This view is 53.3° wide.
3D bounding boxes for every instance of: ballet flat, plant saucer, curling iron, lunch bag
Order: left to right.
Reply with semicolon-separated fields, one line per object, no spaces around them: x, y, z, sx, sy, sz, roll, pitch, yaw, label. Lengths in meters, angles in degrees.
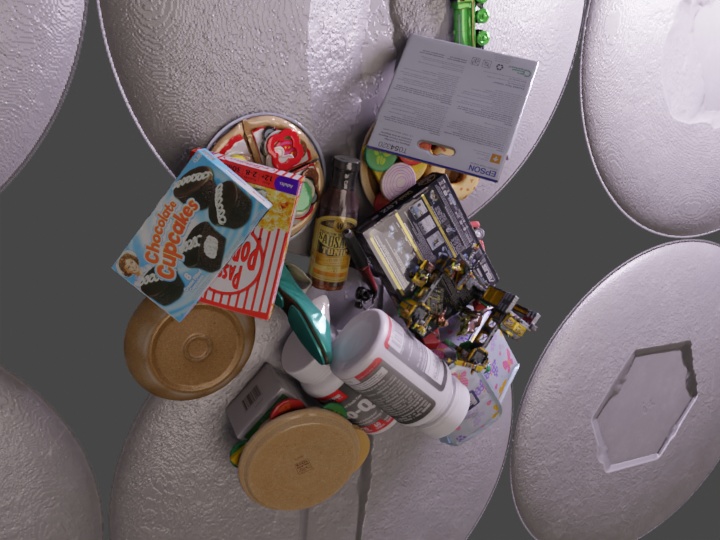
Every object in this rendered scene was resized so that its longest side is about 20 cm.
-0.244;0.109;1.058;0.199;0.035;0.202;-10;113;-26;plant saucer
-0.087;0.044;1.045;0.070;0.200;0.068;-33;162;-26;ballet flat
0.000;0.000;1.105;0.050;0.025;0.201;-62;157;-28;curling iron
0.173;0.178;1.227;0.200;0.126;0.170;-52;127;-32;lunch bag

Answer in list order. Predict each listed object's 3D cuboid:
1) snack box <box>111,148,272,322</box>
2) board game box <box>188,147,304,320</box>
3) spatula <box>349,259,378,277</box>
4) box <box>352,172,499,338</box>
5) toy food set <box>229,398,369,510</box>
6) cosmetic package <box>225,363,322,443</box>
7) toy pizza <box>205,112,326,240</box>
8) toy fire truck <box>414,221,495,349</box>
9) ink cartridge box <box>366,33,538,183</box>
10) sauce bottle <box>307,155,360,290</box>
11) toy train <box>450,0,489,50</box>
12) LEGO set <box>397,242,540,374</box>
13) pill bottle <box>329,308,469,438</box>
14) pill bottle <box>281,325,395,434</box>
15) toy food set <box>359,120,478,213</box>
-0.221;-0.045;0.939;0.116;0.037;0.200;39;104;-5;snack box
-0.172;-0.049;0.978;0.150;0.046;0.202;14;105;0;board game box
0.046;0.015;1.189;0.199;0.021;0.057;26;112;-30;spatula
0.103;-0.022;1.093;0.161;0.049;0.201;-37;112;-14;box
-0.092;0.283;1.095;0.199;0.049;0.198;-37;123;2;toy food set
-0.106;0.253;1.158;0.108;0.085;0.200;-48;122;1;cosmetic package
-0.136;-0.124;1.031;0.199;0.032;0.202;-10;113;-25;toy pizza
0.146;0.022;1.184;0.140;0.049;0.202;-7;72;-4;toy fire truck
0.131;-0.228;1.023;0.043;0.195;0.201;65;44;-70;ink cartridge box
-0.038;-0.071;1.079;0.065;0.066;0.202;-3;114;-28;sauce bottle
0.164;-0.405;1.087;0.056;0.042;0.202;-11;114;-14;toy train
0.164;0.069;1.047;0.154;0.116;0.200;-48;115;-6;LEGO set
0.061;0.156;1.052;0.200;0.114;0.114;40;87;-25;pill bottle
-0.024;0.168;1.145;0.200;0.114;0.114;41;87;-34;pill bottle
0.087;-0.165;1.119;0.197;0.049;0.201;-38;122;-11;toy food set
